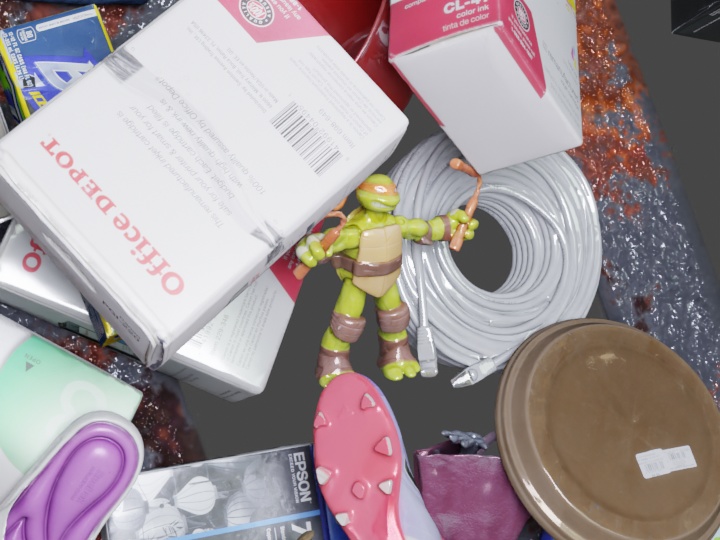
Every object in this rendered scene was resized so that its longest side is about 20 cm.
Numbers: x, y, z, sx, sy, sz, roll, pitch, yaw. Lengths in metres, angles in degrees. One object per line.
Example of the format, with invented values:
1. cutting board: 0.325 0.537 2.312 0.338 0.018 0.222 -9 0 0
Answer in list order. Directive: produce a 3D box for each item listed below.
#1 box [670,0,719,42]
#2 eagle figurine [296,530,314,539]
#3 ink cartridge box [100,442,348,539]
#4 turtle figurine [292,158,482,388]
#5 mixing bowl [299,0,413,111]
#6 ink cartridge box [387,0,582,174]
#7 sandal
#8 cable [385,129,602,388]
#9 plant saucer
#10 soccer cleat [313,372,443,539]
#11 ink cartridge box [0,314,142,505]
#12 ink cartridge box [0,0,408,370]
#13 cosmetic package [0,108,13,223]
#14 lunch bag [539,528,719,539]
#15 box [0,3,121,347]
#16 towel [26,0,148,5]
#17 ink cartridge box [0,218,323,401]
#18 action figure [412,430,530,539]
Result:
1. box: 0.401 -0.291 1.078 0.198 0.124 0.151 5 80 -21
2. eagle figurine: -0.034 0.288 0.801 0.151 0.151 0.202 -28 99 -57
3. ink cartridge box: -0.088 0.184 0.854 0.198 0.039 0.101 -8 83 -23
4. turtle figurine: 0.000 0.000 0.821 0.199 0.064 0.163 -14 119 -40
5. mixing bowl: -0.026 -0.160 0.874 0.108 0.199 0.202 31 69 -44
6. ink cartridge box: 0.088 -0.193 0.811 0.147 0.085 0.202 40 46 -48
7. sandal: -0.212 0.185 0.768 0.082 0.050 0.204 27 90 -16
8. cable: 0.101 -0.017 0.946 0.198 0.069 0.202 -14 86 -23
9. plant saucer: 0.195 0.122 0.874 0.198 0.030 0.202 10 59 -16
10. soccer cleat: 0.021 0.168 0.805 0.066 0.076 0.202 -24 77 15
11. ink cartridge box: -0.264 0.135 0.791 0.160 0.050 0.202 30 69 -14
12. ink cartridge box: -0.094 -0.063 0.687 0.146 0.085 0.200 47 68 2
13. cosmetic package: -0.296 -0.121 0.748 0.087 0.104 0.201 -25 58 -21
14. lunch bag: 0.230 0.251 0.924 0.198 0.128 0.171 27 72 -2
15. box: -0.167 -0.059 0.746 0.069 0.064 0.202 -21 88 -20
16. towel: -0.251 -0.254 0.863 0.198 0.048 0.113 -2 82 -21
17. ink cartridge box: -0.143 -0.013 0.834 0.198 0.086 0.149 25 73 -13
18. action figure: 0.074 0.221 0.895 0.132 0.149 0.203 12 95 11
